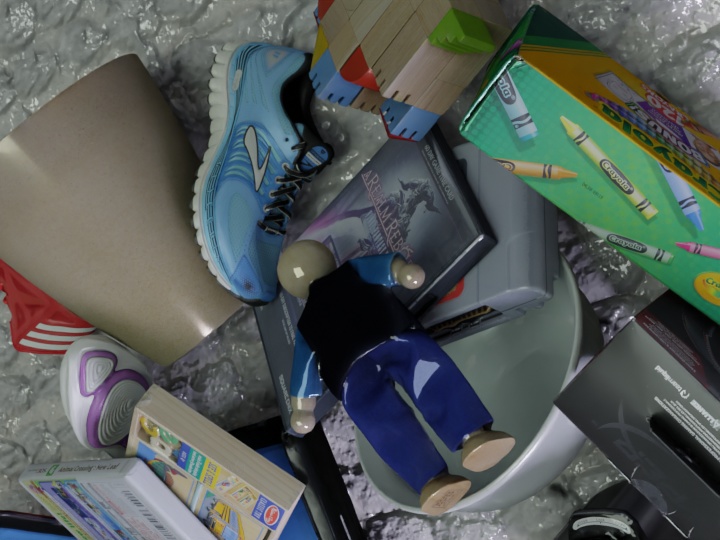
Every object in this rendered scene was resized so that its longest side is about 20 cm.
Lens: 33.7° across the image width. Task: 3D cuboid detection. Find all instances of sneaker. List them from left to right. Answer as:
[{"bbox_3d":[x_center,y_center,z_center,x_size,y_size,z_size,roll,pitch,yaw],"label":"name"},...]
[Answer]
[{"bbox_3d":[-0.312,0.003,1.047,0.200,0.078,0.116,37,115,19],"label":"sneaker"},{"bbox_3d":[-0.211,0.106,0.969,0.100,0.075,0.200,38,159,27],"label":"sneaker"},{"bbox_3d":[-0.066,-0.074,0.868,0.090,0.078,0.200,1,83,21],"label":"sneaker"}]

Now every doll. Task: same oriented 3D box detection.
[{"bbox_3d":[0.004,0.056,0.742,0.137,0.048,0.200,-49,59,21],"label":"doll"}]

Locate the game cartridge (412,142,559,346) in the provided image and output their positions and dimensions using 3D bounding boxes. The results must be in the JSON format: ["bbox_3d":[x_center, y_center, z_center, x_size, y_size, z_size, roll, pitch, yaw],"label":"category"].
[{"bbox_3d":[0.048,-0.013,0.815,0.200,0.041,0.133,-25,47,41],"label":"game cartridge"}]

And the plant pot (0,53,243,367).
[{"bbox_3d":[-0.181,-0.029,0.920,0.187,0.187,0.200,-36,97,31],"label":"plant pot"}]

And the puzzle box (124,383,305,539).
[{"bbox_3d":[-0.120,0.174,0.908,0.133,0.025,0.200,32,145,6],"label":"puzzle box"}]

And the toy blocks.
[{"bbox_3d":[0.017,-0.165,0.787,0.137,0.100,0.200,-49,45,35],"label":"toy blocks"}]

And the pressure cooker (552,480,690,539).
[{"bbox_3d":[0.178,0.235,0.749,0.176,0.200,0.179,41,119,15],"label":"pressure cooker"}]

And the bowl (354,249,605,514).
[{"bbox_3d":[0.094,0.081,0.802,0.201,0.090,0.201,-33,40,33],"label":"bowl"}]

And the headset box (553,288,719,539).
[{"bbox_3d":[0.212,0.084,0.694,0.149,0.200,0.075,45,119,14],"label":"headset box"}]

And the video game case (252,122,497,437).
[{"bbox_3d":[0.000,0.000,0.823,0.200,0.019,0.143,-47,39,24],"label":"video game case"}]

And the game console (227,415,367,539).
[{"bbox_3d":[-0.055,0.221,0.933,0.116,0.176,0.200,-22,91,3],"label":"game console"}]

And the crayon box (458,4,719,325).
[{"bbox_3d":[0.160,-0.064,0.703,0.200,0.119,0.058,36,119,-5],"label":"crayon box"}]

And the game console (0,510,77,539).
[{"bbox_3d":[-0.307,0.312,1.092,0.200,0.119,0.173,-36,83,31],"label":"game console"}]

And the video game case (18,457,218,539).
[{"bbox_3d":[-0.168,0.227,0.971,0.182,0.022,0.200,-13,123,48],"label":"video game case"}]
